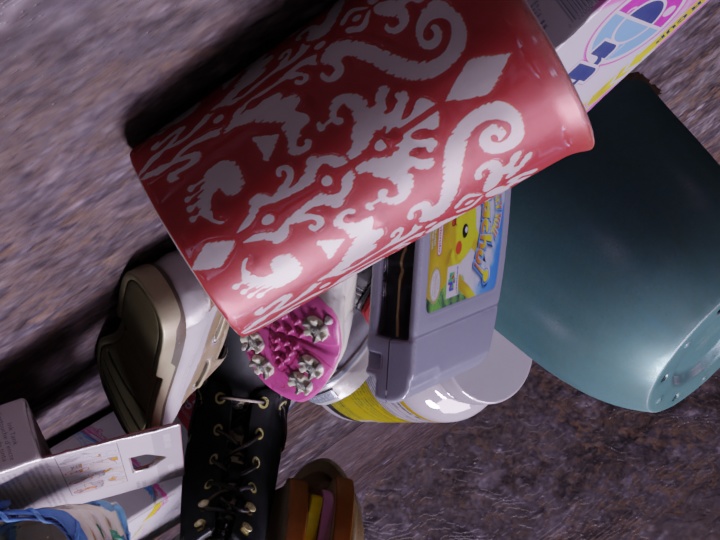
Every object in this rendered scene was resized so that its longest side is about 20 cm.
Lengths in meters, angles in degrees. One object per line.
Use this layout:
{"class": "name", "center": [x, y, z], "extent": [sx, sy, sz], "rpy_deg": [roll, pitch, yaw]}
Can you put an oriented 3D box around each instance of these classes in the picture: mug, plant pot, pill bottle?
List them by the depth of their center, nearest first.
{"class": "mug", "center": [0.000, -0.061, 0.981], "extent": [0.199, 0.134, 0.178], "rpy_deg": [-33, 168, 0]}
{"class": "plant pot", "center": [0.185, -0.002, 1.336], "extent": [0.200, 0.161, 0.201], "rpy_deg": [-36, 155, -20]}
{"class": "pill bottle", "center": [0.045, 0.064, 1.551], "extent": [0.112, 0.113, 0.199], "rpy_deg": [-30, -168, -30]}

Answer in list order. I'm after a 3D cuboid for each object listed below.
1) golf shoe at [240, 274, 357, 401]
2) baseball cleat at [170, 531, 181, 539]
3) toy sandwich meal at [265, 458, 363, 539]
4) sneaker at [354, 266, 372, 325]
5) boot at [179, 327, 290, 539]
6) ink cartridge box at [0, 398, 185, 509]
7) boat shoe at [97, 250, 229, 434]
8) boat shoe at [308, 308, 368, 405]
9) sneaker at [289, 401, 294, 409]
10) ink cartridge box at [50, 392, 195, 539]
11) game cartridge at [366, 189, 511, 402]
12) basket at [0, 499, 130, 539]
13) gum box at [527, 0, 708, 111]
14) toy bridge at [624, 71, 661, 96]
{"class": "golf shoe", "center": [-0.022, -0.009, 1.163], "extent": [0.092, 0.075, 0.201], "rpy_deg": [-44, 154, -43]}
{"class": "baseball cleat", "center": [-0.125, 0.249, 1.541], "extent": [0.199, 0.107, 0.070], "rpy_deg": [-31, 166, -44]}
{"class": "toy sandwich meal", "center": [-0.061, 0.224, 1.424], "extent": [0.070, 0.207, 0.205], "rpy_deg": [17, 143, -22]}
{"class": "sneaker", "center": [0.021, -0.043, 1.296], "extent": [0.071, 0.097, 0.201], "rpy_deg": [-61, 180, 40]}
{"class": "boot", "center": [-0.084, 0.128, 1.347], "extent": [0.154, 0.073, 0.205], "rpy_deg": [-90, -169, -59]}
{"class": "ink cartridge box", "center": [-0.201, 0.121, 1.237], "extent": [0.174, 0.045, 0.200], "rpy_deg": [-18, 167, -9]}
{"class": "boat shoe", "center": [-0.117, 0.049, 1.228], "extent": [0.068, 0.075, 0.200], "rpy_deg": [-25, 165, -25]}
{"class": "boat shoe", "center": [-0.001, 0.000, 1.368], "extent": [0.070, 0.072, 0.202], "rpy_deg": [-11, -143, 38]}
{"class": "sneaker", "center": [-0.043, 0.057, 1.507], "extent": [0.200, 0.079, 0.089], "rpy_deg": [-41, 166, 24]}
{"class": "ink cartridge box", "center": [-0.198, 0.173, 1.490], "extent": [0.199, 0.086, 0.148], "rpy_deg": [-28, 167, -37]}
{"class": "game cartridge", "center": [0.051, -0.030, 1.182], "extent": [0.040, 0.202, 0.133], "rpy_deg": [8, -167, 23]}
{"class": "basket", "center": [-0.210, 0.220, 1.165], "extent": [0.138, 0.178, 0.200], "rpy_deg": [-11, -175, 29]}
{"class": "gum box", "center": [0.132, -0.157, 1.088], "extent": [0.200, 0.066, 0.113], "rpy_deg": [-42, 160, 21]}
{"class": "toy bridge", "center": [0.160, -0.061, 1.446], "extent": [0.067, 0.027, 0.201], "rpy_deg": [-19, 146, -58]}
